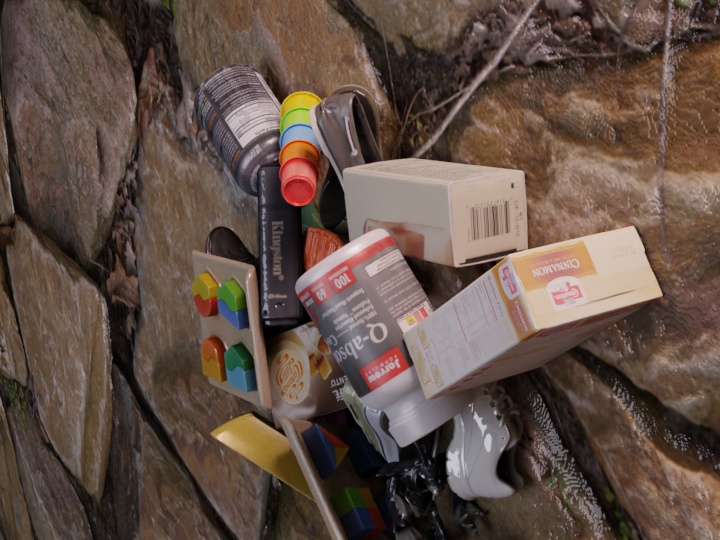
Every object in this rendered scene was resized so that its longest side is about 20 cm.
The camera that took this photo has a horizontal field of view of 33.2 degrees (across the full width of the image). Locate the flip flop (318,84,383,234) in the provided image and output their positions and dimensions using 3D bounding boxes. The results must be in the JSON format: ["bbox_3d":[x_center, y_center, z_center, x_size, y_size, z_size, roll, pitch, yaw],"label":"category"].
[{"bbox_3d":[-0.010,-0.131,1.436,0.058,0.080,0.202,-83,-6,-57],"label":"flip flop"}]

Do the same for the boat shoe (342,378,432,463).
[{"bbox_3d":[0.034,0.171,1.385,0.062,0.072,0.201,29,161,28],"label":"boat shoe"}]

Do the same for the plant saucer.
[{"bbox_3d":[-0.096,0.242,1.579,0.198,0.049,0.200,32,174,-1],"label":"plant saucer"}]

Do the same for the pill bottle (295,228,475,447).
[{"bbox_3d":[0.028,0.069,1.241,0.201,0.115,0.116,58,146,4],"label":"pill bottle"}]

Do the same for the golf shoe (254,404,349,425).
[{"bbox_3d":[-0.076,0.197,1.662,0.199,0.075,0.092,23,148,48],"label":"golf shoe"}]

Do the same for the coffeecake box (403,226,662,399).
[{"bbox_3d":[0.156,0.042,1.131,0.200,0.152,0.074,-41,65,55],"label":"coffeecake box"}]

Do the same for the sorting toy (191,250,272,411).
[{"bbox_3d":[-0.175,0.076,1.571,0.199,0.036,0.188,16,115,60],"label":"sorting toy"}]

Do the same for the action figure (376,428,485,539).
[{"bbox_3d":[0.081,0.277,1.377,0.102,0.117,0.202,-124,28,-48],"label":"action figure"}]

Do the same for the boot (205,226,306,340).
[{"bbox_3d":[-0.120,-0.012,1.583,0.202,0.069,0.174,61,140,19],"label":"boot"}]

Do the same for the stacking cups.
[{"bbox_3d":[-0.069,-0.141,1.450,0.201,0.060,0.061,-93,14,-53],"label":"stacking cups"}]

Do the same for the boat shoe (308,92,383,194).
[{"bbox_3d":[0.010,-0.109,1.374,0.056,0.067,0.201,-19,115,25],"label":"boat shoe"}]

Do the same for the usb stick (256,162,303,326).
[{"bbox_3d":[-0.098,-0.033,1.485,0.033,0.055,0.203,128,141,-84],"label":"usb stick"}]

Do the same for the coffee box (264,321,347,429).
[{"bbox_3d":[-0.033,0.116,1.498,0.199,0.079,0.116,-22,82,46],"label":"coffee box"}]

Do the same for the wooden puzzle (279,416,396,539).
[{"bbox_3d":[-0.004,0.260,1.474,0.046,0.199,0.187,-35,64,16],"label":"wooden puzzle"}]

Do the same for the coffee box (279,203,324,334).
[{"bbox_3d":[-0.078,0.024,1.618,0.123,0.044,0.201,56,142,32],"label":"coffee box"}]

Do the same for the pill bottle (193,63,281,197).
[{"bbox_3d":[-0.136,-0.170,1.590,0.201,0.105,0.107,57,143,32],"label":"pill bottle"}]

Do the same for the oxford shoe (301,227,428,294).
[{"bbox_3d":[0.000,0.000,1.445,0.199,0.072,0.072,33,117,45],"label":"oxford shoe"}]

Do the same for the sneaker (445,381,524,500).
[{"bbox_3d":[0.135,0.150,1.299,0.086,0.074,0.203,-1,103,43],"label":"sneaker"}]

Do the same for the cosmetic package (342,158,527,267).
[{"bbox_3d":[0.076,-0.065,1.280,0.199,0.102,0.089,16,115,57],"label":"cosmetic package"}]
